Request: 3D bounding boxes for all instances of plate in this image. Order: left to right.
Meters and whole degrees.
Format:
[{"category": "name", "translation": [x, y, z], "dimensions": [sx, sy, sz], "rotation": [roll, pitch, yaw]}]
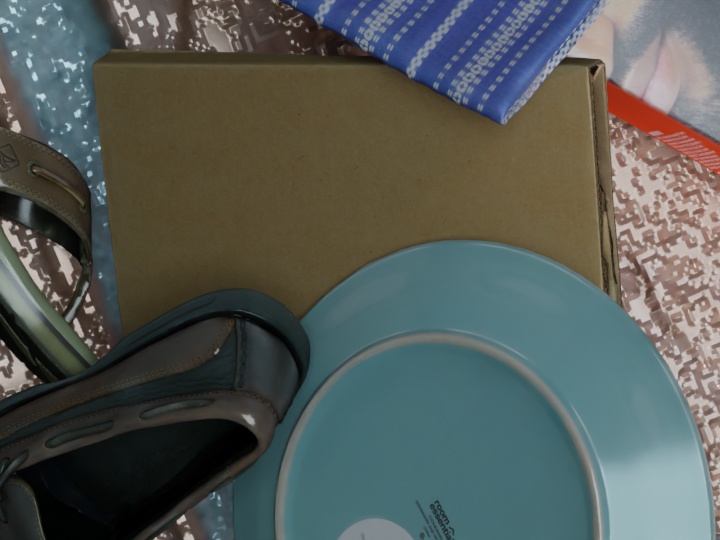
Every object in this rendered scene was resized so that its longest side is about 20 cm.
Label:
[{"category": "plate", "translation": [0.031, 0.090, 1.030], "dimensions": [0.199, 0.026, 0.202], "rotation": [0, 90, 32]}]

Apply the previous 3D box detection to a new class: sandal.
[{"category": "sandal", "translation": [-0.135, -0.034, 1.102], "dimensions": [0.057, 0.080, 0.202], "rotation": [-28, 93, -12]}]

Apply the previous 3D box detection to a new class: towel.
[{"category": "towel", "translation": [0.016, -0.152, 1.057], "dimensions": [0.199, 0.024, 0.145], "rotation": [32, 74, 27]}]

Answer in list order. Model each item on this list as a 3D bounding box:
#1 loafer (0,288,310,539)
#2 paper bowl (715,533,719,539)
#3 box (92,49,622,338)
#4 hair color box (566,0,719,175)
[{"category": "loafer", "translation": [-0.102, 0.078, 1.063], "dimensions": [0.200, 0.063, 0.072], "rotation": [-36, 117, 27]}, {"category": "paper bowl", "translation": [0.123, 0.192, 1.100], "dimensions": [0.199, 0.104, 0.202], "rotation": [2, 114, 5]}, {"category": "box", "translation": [0.000, 0.000, 1.076], "dimensions": [0.199, 0.021, 0.165], "rotation": [2, 108, 24]}, {"category": "hair color box", "translation": [0.137, -0.107, 1.151], "dimensions": [0.199, 0.064, 0.111], "rotation": [28, 86, -6]}]
